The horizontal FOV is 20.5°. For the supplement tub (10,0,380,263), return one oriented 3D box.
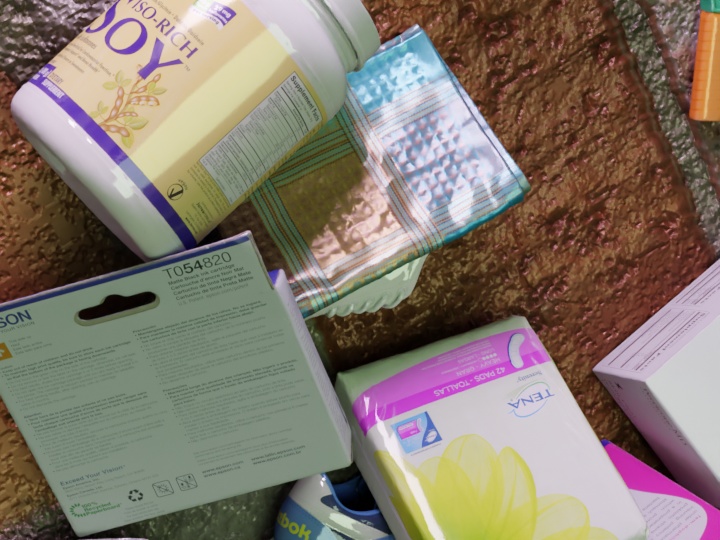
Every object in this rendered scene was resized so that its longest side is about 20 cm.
[{"bbox_3d":[-0.100,-0.116,1.238,0.200,0.145,0.145,-44,117,-8],"label":"supplement tub"}]

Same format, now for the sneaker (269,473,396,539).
[{"bbox_3d":[0.032,0.189,1.420,0.200,0.074,0.082,12,97,-27],"label":"sneaker"}]

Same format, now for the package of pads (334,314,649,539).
[{"bbox_3d":[0.090,0.138,1.369,0.154,0.200,0.068,-17,151,-20],"label":"package of pads"}]

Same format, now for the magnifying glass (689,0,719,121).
[{"bbox_3d":[0.262,-0.209,1.445,0.079,0.022,0.200,-1,105,-24],"label":"magnifying glass"}]

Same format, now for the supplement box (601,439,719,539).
[{"bbox_3d":[0.212,0.218,1.435,0.101,0.200,0.103,-38,115,-10],"label":"supplement box"}]

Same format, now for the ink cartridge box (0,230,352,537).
[{"bbox_3d":[-0.127,0.068,1.271,0.199,0.041,0.200,-15,126,9],"label":"ink cartridge box"}]

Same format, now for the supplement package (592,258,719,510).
[{"bbox_3d":[0.302,0.105,1.468,0.156,0.111,0.200,-40,99,-10],"label":"supplement package"}]

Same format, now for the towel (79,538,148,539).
[{"bbox_3d":[-0.198,0.277,1.338,0.146,0.030,0.200,-5,107,0],"label":"towel"}]

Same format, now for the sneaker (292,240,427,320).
[{"bbox_3d":[0.000,0.000,1.349,0.200,0.073,0.071,-39,99,-12],"label":"sneaker"}]

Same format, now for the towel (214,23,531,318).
[{"bbox_3d":[-0.005,-0.065,1.317,0.200,0.022,0.147,-28,74,-15],"label":"towel"}]
